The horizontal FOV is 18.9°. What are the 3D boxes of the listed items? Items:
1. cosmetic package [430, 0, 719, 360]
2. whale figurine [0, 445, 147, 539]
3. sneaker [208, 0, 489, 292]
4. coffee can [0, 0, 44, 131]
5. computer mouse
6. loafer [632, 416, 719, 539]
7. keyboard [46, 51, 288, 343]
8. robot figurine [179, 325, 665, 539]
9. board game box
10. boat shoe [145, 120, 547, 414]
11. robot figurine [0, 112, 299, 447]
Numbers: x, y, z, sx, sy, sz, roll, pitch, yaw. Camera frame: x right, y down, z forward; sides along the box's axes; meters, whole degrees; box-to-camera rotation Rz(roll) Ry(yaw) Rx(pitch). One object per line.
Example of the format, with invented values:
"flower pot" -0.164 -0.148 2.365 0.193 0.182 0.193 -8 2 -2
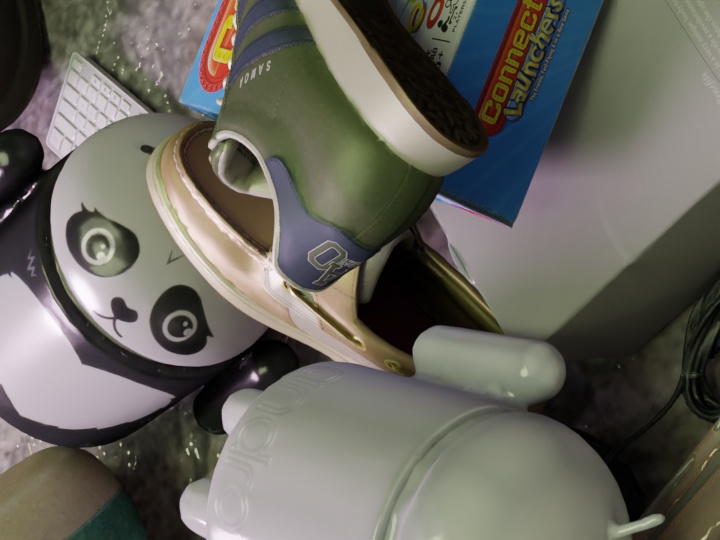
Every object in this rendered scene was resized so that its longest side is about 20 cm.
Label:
"cosmetic package" 0.122 -0.061 0.838 0.200 0.090 0.107 -45 62 36
"whale figurine" -0.175 0.162 1.075 0.104 0.159 0.200 54 151 -3
"sneaker" -0.029 -0.071 0.794 0.090 0.067 0.200 -50 39 18
"coffee can" -0.287 -0.108 1.152 0.199 0.146 0.147 -21 77 40
"computer mouse" 0.111 0.070 0.888 0.200 0.034 0.059 -47 70 24
"loafer" 0.131 0.113 0.850 0.200 0.072 0.063 -51 44 24
"keyboard" -0.092 -0.037 1.073 0.200 0.011 0.056 40 116 34
"robot figurine" 0.021 0.100 0.819 0.199 0.113 0.170 12 76 44
"board game box" 0.025 -0.136 0.870 0.196 0.056 0.201 21 90 58
"boat shoe" 0.000 0.000 0.909 0.200 0.074 0.066 39 141 -3
"robot figurine" -0.116 0.010 1.007 0.200 0.150 0.125 -35 60 48
